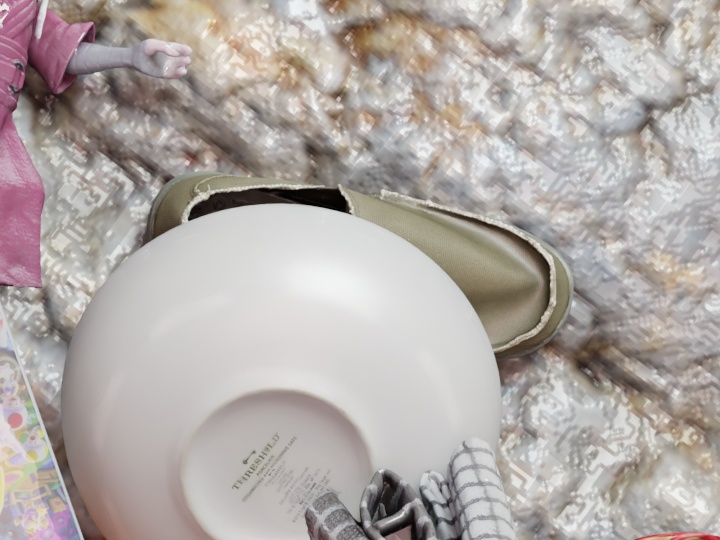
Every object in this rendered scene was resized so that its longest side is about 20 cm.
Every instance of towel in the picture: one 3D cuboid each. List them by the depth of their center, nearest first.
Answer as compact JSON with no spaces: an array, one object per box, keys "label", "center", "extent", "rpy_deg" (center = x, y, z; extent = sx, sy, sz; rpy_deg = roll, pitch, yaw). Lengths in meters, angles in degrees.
[{"label":"towel","center":[0.036,0.197,1.067],"extent":[0.085,0.166,0.201],"rpy_deg":[-10,126,-4]}]

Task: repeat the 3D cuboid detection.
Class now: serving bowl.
[{"label":"serving bowl","center":[-0.035,0.075,1.114],"extent":[0.199,0.066,0.201],"rpy_deg":[0,114,-1]}]

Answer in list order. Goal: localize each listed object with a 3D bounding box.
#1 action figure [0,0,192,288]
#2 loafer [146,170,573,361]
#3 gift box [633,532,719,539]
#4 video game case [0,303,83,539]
[{"label":"action figure","center":[-0.177,-0.083,1.143],"extent":[0.148,0.134,0.201],"rpy_deg":[3,72,40]},{"label":"loafer","center":[0.000,0.000,1.150],"extent":[0.199,0.070,0.076],"rpy_deg":[9,89,-3]},{"label":"gift box","center":[0.195,0.208,1.066],"extent":[0.183,0.200,0.188],"rpy_deg":[4,88,-8]},{"label":"video game case","center":[-0.190,0.099,1.018],"extent":[0.143,0.018,0.201],"rpy_deg":[-19,87,-13]}]
